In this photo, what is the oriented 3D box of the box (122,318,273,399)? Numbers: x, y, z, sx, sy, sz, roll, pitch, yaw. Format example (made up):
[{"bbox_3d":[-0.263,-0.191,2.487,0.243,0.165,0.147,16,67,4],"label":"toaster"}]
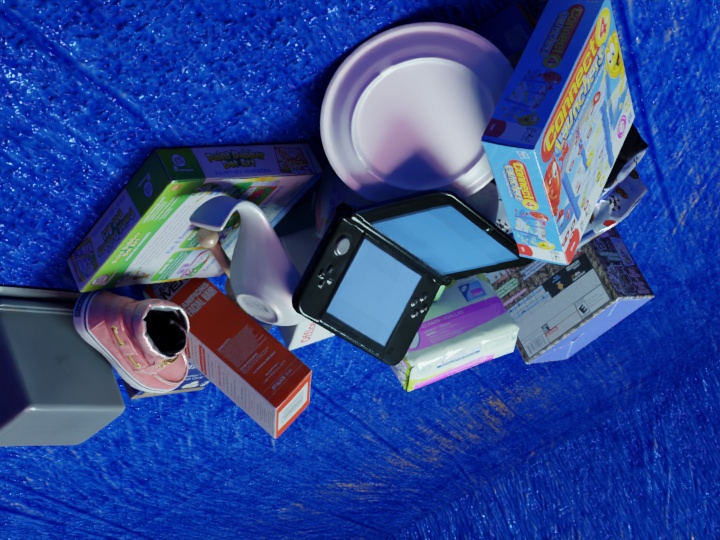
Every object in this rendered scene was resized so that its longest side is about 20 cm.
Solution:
[{"bbox_3d":[-0.193,0.095,1.990,0.121,0.032,0.200,-4,149,-47],"label":"box"}]

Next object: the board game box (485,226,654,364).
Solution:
[{"bbox_3d":[0.246,-0.008,2.032,0.159,0.200,0.097,-38,158,31],"label":"board game box"}]

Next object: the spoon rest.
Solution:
[{"bbox_3d":[-0.105,-0.010,1.602,0.061,0.099,0.200,-61,148,-24],"label":"spoon rest"}]

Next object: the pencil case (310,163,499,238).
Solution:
[{"bbox_3d":[0.050,-0.064,1.712,0.199,0.083,0.091,6,-166,-9],"label":"pencil case"}]

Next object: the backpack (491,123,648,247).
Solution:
[{"bbox_3d":[0.224,-0.102,1.830,0.190,0.154,0.200,-21,-175,31],"label":"backpack"}]

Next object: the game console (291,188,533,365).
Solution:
[{"bbox_3d":[0.056,0.011,1.628,0.200,0.118,0.171,33,83,-49],"label":"game console"}]

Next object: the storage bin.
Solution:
[{"bbox_3d":[-0.351,0.114,1.683,0.145,0.135,0.200,-36,158,24],"label":"storage bin"}]

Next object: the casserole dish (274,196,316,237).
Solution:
[{"bbox_3d":[-0.050,-0.039,1.823,0.200,0.039,0.121,-31,159,15],"label":"casserole dish"}]

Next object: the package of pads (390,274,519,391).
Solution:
[{"bbox_3d":[0.074,0.036,1.925,0.154,0.200,0.068,-19,146,-17],"label":"package of pads"}]

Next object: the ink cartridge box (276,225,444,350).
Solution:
[{"bbox_3d":[0.000,0.000,1.802,0.200,0.084,0.146,-19,158,-20],"label":"ink cartridge box"}]

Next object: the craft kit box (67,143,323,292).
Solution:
[{"bbox_3d":[-0.169,-0.054,1.629,0.197,0.049,0.200,-10,154,-45],"label":"craft kit box"}]

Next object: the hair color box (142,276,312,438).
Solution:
[{"bbox_3d":[-0.146,0.084,1.762,0.064,0.200,0.111,-46,167,-19],"label":"hair color box"}]

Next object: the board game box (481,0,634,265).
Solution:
[{"bbox_3d":[0.200,-0.142,1.582,0.200,0.056,0.196,-63,151,-24],"label":"board game box"}]

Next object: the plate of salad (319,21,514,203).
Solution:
[{"bbox_3d":[0.059,-0.151,1.558,0.199,0.048,0.201,-3,121,-5],"label":"plate of salad"}]

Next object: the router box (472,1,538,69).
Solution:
[{"bbox_3d":[0.118,-0.180,1.665,0.200,0.049,0.179,-33,160,17],"label":"router box"}]

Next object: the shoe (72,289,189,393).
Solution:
[{"bbox_3d":[-0.215,0.082,1.695,0.091,0.072,0.200,8,157,28],"label":"shoe"}]

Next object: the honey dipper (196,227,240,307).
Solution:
[{"bbox_3d":[-0.140,-0.003,1.687,0.038,0.038,0.200,-27,157,1],"label":"honey dipper"}]
